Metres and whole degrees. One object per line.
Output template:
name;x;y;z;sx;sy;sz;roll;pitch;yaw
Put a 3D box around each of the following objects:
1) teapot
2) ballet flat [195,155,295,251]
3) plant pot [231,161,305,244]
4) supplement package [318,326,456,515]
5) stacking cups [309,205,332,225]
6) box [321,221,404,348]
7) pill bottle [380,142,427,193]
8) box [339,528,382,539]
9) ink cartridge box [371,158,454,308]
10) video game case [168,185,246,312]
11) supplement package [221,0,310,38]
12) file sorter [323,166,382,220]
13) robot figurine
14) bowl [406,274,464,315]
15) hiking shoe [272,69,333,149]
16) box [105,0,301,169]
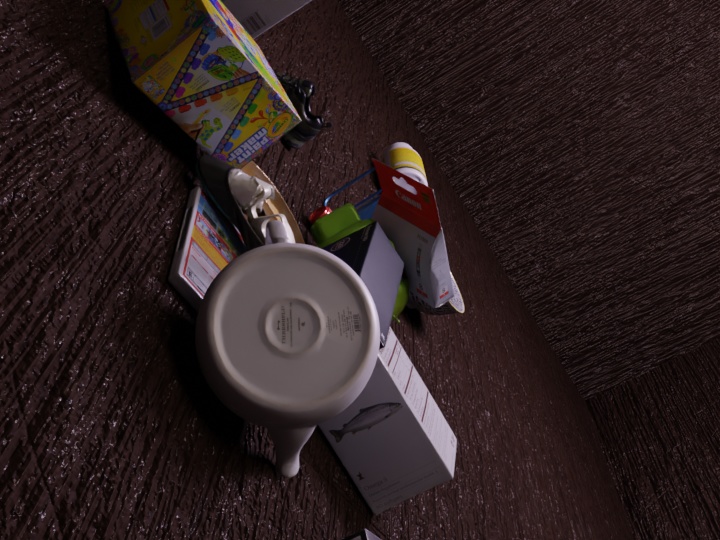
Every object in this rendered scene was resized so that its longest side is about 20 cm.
teapot;-0.079;0.072;0.878;0.197;0.200;0.146;40;-21;3
ballet flat;-0.127;-0.067;1.049;0.200;0.068;0.068;60;24;1
plant pot;-0.138;-0.072;1.179;0.200;0.027;0.200;54;16;-23
supplement package;0.023;0.179;1.072;0.200;0.117;0.117;58;15;-8
stacking cups;-0.013;-0.022;1.441;0.200;0.060;0.061;51;18;-27
box;-0.032;0.038;1.052;0.079;0.141;0.200;59;22;-21
pill bottle;0.104;-0.243;2.120;0.111;0.111;0.200;52;17;-28
box;0.051;0.391;0.915;0.200;0.049;0.160;47;18;-42
ink cartridge box;0.067;-0.057;1.316;0.162;0.050;0.200;36;-29;48
video game case;-0.160;0.002;0.990;0.143;0.017;0.200;52;17;-29
supplement package;-0.198;-0.456;1.342;0.156;0.200;0.111;51;19;-35
file sorter;0.042;-0.067;1.549;0.200;0.139;0.123;51;15;-33
robot figurine;0.000;0.000;1.325;0.200;0.115;0.175;61;-16;2
bowl;0.123;0.019;1.738;0.201;0.094;0.201;55;16;-23
hiking shoe;-0.132;-0.321;1.508;0.200;0.100;0.076;57;15;-15
box;-0.202;-0.265;1.089;0.193;0.122;0.200;45;12;-47
